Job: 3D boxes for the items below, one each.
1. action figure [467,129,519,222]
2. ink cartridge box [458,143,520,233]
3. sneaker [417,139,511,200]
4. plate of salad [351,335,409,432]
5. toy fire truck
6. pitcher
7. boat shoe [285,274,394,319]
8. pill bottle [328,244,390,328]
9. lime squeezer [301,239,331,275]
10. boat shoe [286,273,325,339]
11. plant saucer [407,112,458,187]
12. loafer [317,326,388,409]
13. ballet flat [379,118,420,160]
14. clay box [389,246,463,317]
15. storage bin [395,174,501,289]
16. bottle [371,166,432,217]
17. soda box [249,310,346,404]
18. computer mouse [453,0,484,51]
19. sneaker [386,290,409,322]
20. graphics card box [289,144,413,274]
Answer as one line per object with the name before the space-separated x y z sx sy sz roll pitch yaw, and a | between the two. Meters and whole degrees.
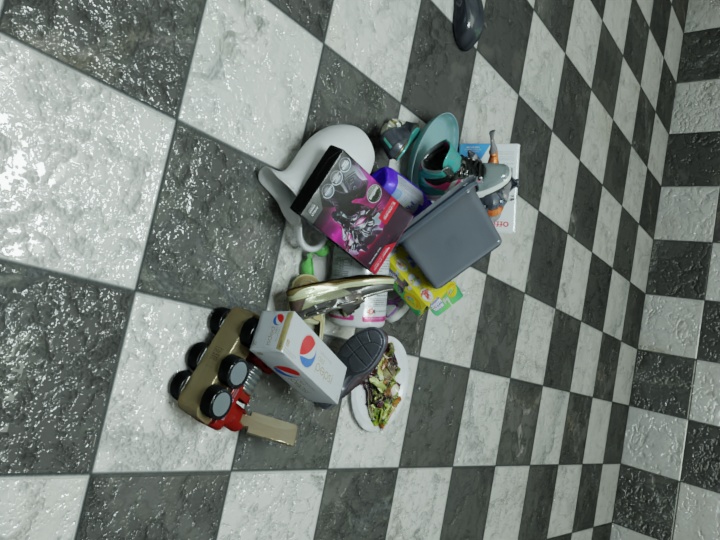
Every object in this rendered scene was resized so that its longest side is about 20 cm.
action figure | 0.254 -0.185 1.327 0.197 0.195 0.105 61 14 -21
ink cartridge box | 0.305 -0.195 1.424 0.084 0.140 0.208 -13 106 -74
sneaker | 0.204 -0.213 1.209 0.122 0.193 0.086 59 28 -53
plate of salad | 0.052 0.244 1.270 0.197 0.047 0.208 -8 101 -47
toy fire truck | -0.176 0.186 0.960 0.179 0.126 0.202 -62 145 -24
pitcher | -0.060 -0.148 1.044 0.199 0.120 0.175 -38 120 -29
boat shoe | -0.032 0.047 1.031 0.193 0.073 0.067 -8 94 -15
pill bottle | 0.000 0.000 1.132 0.111 0.111 0.208 2 93 -48
lime squeezer | -0.066 -0.017 1.075 0.205 0.069 0.038 -65 169 14
boat shoe | -0.097 0.111 1.055 0.071 0.063 0.208 6 95 -16
plant saucer | 0.156 -0.247 1.307 0.199 0.027 0.205 -40 142 -40
loafer | -0.012 0.180 1.123 0.201 0.072 0.062 -50 156 21
ballet flat | 0.077 -0.276 1.205 0.201 0.071 0.075 -57 139 -64
clay box | 0.111 0.007 1.220 0.114 0.048 0.201 -27 72 -42
storage bin | 0.176 -0.063 1.158 0.136 0.197 0.145 57 11 7
bottle | 0.096 -0.137 1.231 0.197 0.083 0.067 29 43 -38
soda box | -0.093 0.142 0.947 0.201 0.062 0.070 54 43 -48
computer mouse | 0.256 -0.627 1.397 0.137 0.052 0.207 -18 108 -47
sneaker | 0.118 0.045 1.301 0.202 0.073 0.101 -54 129 -30
graphics card box | -0.010 -0.098 1.000 0.199 0.051 0.127 38 87 -36
